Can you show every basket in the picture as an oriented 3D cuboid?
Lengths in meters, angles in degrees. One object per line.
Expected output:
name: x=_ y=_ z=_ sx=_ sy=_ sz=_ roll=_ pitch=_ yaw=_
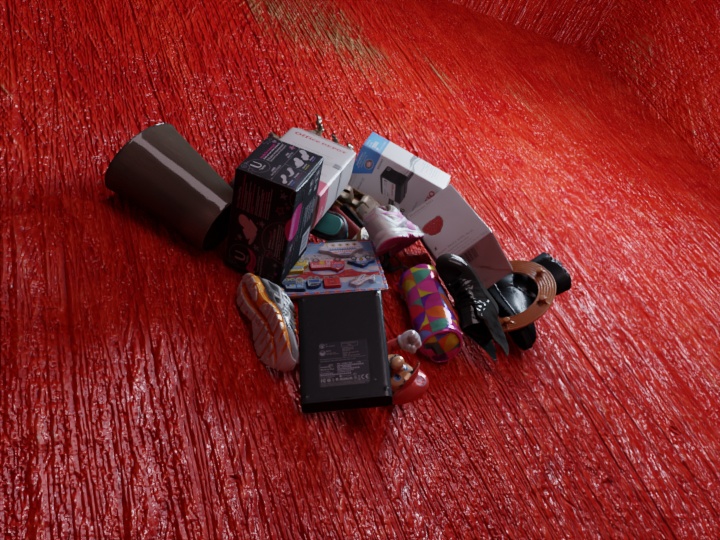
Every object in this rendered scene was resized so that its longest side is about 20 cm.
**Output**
basket: x=-0.310 y=-0.139 z=1.490 sx=0.199 sy=0.137 sz=0.180 roll=38 pitch=39 yaw=9

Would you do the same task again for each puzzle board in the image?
puzzle board: x=-0.060 y=-0.008 z=1.542 sx=0.197 sy=0.018 sz=0.152 roll=-3 pitch=39 yaw=-11

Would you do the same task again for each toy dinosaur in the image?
toy dinosaur: x=-0.100 y=-0.245 z=1.828 sx=0.200 sy=0.136 sz=0.086 roll=41 pitch=15 yaw=10

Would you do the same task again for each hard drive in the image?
hard drive: x=-0.027 y=0.121 z=1.330 sx=0.137 sy=0.033 sz=0.202 roll=-5 pitch=51 yaw=0

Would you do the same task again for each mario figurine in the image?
mario figurine: x=0.023 y=0.134 z=1.369 sx=0.198 sy=0.125 sz=0.106 roll=31 pitch=5 yaw=13

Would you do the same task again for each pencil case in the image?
pencil case: x=0.126 y=0.077 z=1.575 sx=0.087 sy=0.089 sz=0.201 roll=14 pitch=32 yaw=-23

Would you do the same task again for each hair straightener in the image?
hair straightener: x=0.027 y=-0.066 z=1.737 sx=0.199 sy=0.041 sz=0.077 roll=40 pitch=33 yaw=18

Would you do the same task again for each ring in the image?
ring: x=0.285 y=0.044 z=1.684 sx=0.197 sy=0.019 sz=0.202 roll=-14 pitch=37 yaw=11

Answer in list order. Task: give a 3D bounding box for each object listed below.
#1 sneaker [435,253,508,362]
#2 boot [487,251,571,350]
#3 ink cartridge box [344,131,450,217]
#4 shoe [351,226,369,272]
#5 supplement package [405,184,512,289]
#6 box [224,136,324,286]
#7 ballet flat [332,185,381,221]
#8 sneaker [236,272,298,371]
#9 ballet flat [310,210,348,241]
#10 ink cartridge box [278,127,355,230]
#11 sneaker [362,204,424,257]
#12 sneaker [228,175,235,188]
sneaker: x=0.204 y=0.067 z=1.570 sx=0.200 sy=0.060 sz=0.105 roll=48 pitch=33 yaw=-16
boot: x=0.354 y=0.053 z=1.718 sx=0.166 sy=0.077 sz=0.201 roll=-23 pitch=41 yaw=-4
ink cartridge box: x=0.073 y=-0.178 z=1.837 sx=0.198 sy=0.146 sz=0.084 roll=29 pitch=31 yaw=1
shoe: x=0.000 y=0.000 z=1.616 sx=0.070 sy=0.053 sz=0.201 roll=36 pitch=36 yaw=-21
supplement package: x=0.196 y=-0.057 z=1.721 sx=0.120 sy=0.121 sz=0.201 roll=53 pitch=4 yaw=-38
box: x=-0.150 y=-0.103 z=1.465 sx=0.113 sy=0.202 sz=0.133 roll=21 pitch=38 yaw=8
ballet flat: x=-0.015 y=-0.143 z=1.789 sx=0.198 sy=0.063 sz=0.069 roll=28 pitch=58 yaw=3
sneaker: x=-0.133 y=0.080 z=1.366 sx=0.076 sy=0.079 sz=0.201 roll=14 pitch=34 yaw=-38
ballet flat: x=-0.104 y=-0.102 z=1.662 sx=0.198 sy=0.074 sz=0.073 roll=25 pitch=27 yaw=26
ink cartridge box: x=-0.110 y=-0.177 z=1.613 sx=0.145 sy=0.084 sz=0.200 roll=22 pitch=35 yaw=9
sneaker: x=0.061 y=-0.084 z=1.637 sx=0.089 sy=0.081 sz=0.200 roll=60 pitch=12 yaw=9
sneaker: x=-0.179 y=-0.189 z=1.721 sx=0.080 sy=0.071 sz=0.199 roll=50 pitch=44 yaw=6
